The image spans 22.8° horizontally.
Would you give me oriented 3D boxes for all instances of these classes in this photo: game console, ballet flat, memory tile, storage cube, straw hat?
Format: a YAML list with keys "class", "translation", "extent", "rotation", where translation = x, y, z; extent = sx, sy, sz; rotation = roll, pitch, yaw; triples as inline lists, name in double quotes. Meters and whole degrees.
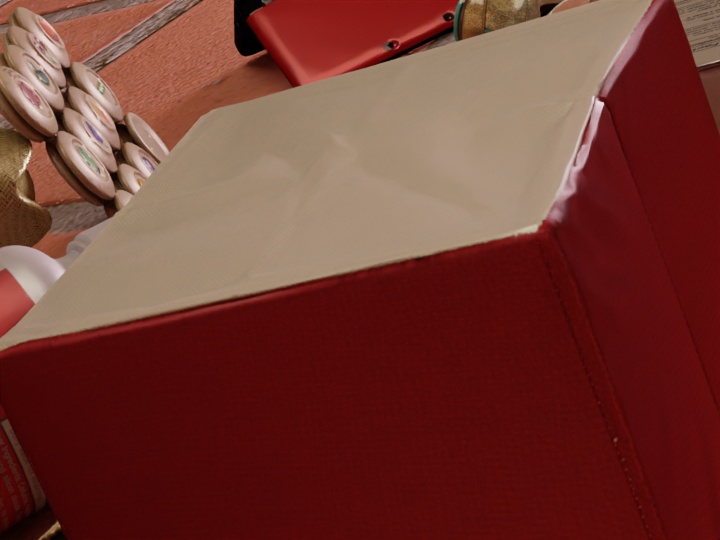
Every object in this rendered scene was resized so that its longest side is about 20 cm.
- class: "game console"
  translation: [0.015, -0.193, 1.349]
  extent: [0.199, 0.119, 0.172]
  rotation: [-26, -10, -9]
- class: "ballet flat"
  translation: [0.125, -0.189, 1.172]
  extent: [0.070, 0.071, 0.200]
  rotation: [-9, 24, 32]
- class: "memory tile"
  translation: [-0.168, -0.088, 1.104]
  extent: [0.017, 0.153, 0.200]
  rotation: [-38, 20, 9]
- class: "storage cube"
  translation: [0.024, 0.045, 0.539]
  extent: [0.198, 0.181, 0.171]
  rotation: [-11, 24, 26]
- class: "straw hat"
  translation: [-0.222, -0.041, 1.014]
  extent: [0.084, 0.203, 0.201]
  rotation: [-14, 20, -7]

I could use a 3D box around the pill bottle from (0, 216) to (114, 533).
- class: "pill bottle"
  translation: [-0.174, 0.060, 0.803]
  extent: [0.199, 0.113, 0.112]
  rotation: [-32, 22, -21]

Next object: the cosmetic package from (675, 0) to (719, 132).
- class: "cosmetic package"
  translation: [0.165, -0.088, 0.840]
  extent: [0.103, 0.088, 0.200]
  rotation: [-13, 22, 23]

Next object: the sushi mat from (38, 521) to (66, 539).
- class: "sushi mat"
  translation: [-0.057, 0.058, 0.755]
  extent: [0.095, 0.012, 0.200]
  rotation: [-31, 6, 23]
